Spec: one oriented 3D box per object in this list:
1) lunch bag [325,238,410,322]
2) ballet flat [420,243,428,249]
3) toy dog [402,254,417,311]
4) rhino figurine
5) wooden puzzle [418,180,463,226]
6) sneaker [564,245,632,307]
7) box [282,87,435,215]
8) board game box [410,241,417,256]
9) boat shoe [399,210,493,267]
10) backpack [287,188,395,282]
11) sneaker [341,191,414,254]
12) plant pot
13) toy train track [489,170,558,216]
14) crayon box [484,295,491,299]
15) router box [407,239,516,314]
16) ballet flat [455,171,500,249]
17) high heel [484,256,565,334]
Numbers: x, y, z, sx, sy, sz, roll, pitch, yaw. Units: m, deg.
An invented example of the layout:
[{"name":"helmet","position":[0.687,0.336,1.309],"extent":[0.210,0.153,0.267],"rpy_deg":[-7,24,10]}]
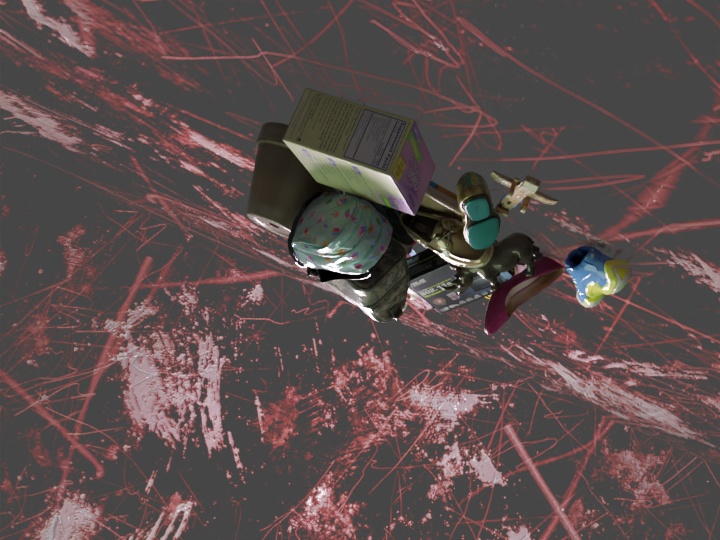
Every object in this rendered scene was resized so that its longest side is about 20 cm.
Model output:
[{"name":"lunch bag","position":[0.000,0.000,1.636],"extent":[0.199,0.139,0.169],"rpy_deg":[37,156,30]},{"name":"ballet flat","position":[0.209,-0.054,1.700],"extent":[0.198,0.070,0.071],"rpy_deg":[25,153,-31]},{"name":"toy dog","position":[0.101,0.002,2.067],"extent":[0.198,0.197,0.139],"rpy_deg":[11,-160,39]},{"name":"rhino figurine","position":[0.244,-0.009,1.556],"extent":[0.088,0.198,0.060],"rpy_deg":[55,-163,-39]},{"name":"wooden puzzle","position":[0.132,-0.132,1.539],"extent":[0.183,0.038,0.200],"rpy_deg":[27,175,-18]},{"name":"sneaker","position":[0.412,0.002,1.485],"extent":[0.104,0.076,0.200],"rpy_deg":[35,164,4]},{"name":"box","position":[0.002,-0.191,1.337],"extent":[0.198,0.098,0.176],"rpy_deg":[21,170,22]},{"name":"board game box","position":[0.083,-0.095,1.806],"extent":[0.158,0.039,0.200],"rpy_deg":[46,179,1]},{"name":"boat shoe","position":[0.156,-0.063,1.535],"extent":[0.199,0.073,0.065],"rpy_deg":[28,179,36]},{"name":"backpack","position":[-0.038,-0.064,1.469],"extent":[0.126,0.169,0.199],"rpy_deg":[30,171,-37]},{"name":"sneaker","position":[0.050,-0.127,1.666],"extent":[0.200,0.092,0.077],"rpy_deg":[43,-152,10]},{"name":"plant pot","position":[-0.134,-0.162,1.603],"extent":[0.197,0.176,0.200],"rpy_deg":[22,171,4]},{"name":"toy train track","position":[0.250,-0.112,1.341],"extent":[0.113,0.033,0.200],"rpy_deg":[24,172,0]},{"name":"crayon box","position":[0.284,0.014,1.889],"extent":[0.124,0.052,0.200],"rpy_deg":[19,169,27]},{"name":"router box","position":[0.203,0.002,1.674],"extent":[0.198,0.063,0.149],"rpy_deg":[-25,137,30]},{"name":"ballet flat","position":[0.199,-0.105,1.402],"extent":[0.070,0.071,0.200],"rpy_deg":[20,164,21]},{"name":"high heel","position":[0.315,0.051,1.584],"extent":[0.095,0.201,0.068],"rpy_deg":[15,142,34]}]
